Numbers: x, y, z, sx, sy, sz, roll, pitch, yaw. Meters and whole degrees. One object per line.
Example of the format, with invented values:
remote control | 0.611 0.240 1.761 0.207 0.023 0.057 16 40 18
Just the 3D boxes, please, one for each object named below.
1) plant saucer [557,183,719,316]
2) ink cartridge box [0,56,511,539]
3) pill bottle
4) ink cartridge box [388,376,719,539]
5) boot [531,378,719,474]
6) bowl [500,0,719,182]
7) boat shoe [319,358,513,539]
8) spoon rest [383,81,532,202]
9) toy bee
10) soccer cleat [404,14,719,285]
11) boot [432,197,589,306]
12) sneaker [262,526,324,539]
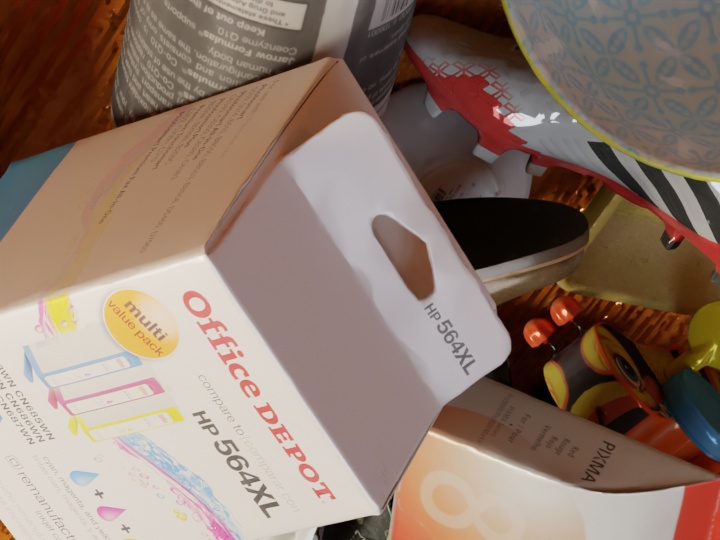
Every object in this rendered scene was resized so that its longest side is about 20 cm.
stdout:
plant saucer | 0.212 -0.059 1.331 0.199 0.049 0.200 11 131 -30
ink cartridge box | -0.056 0.019 1.078 0.200 0.125 0.129 -16 119 38
pill bottle | -0.041 -0.090 1.147 0.113 0.113 0.200 -2 136 -19
ink cartridge box | 0.107 0.144 1.225 0.199 0.050 0.163 24 136 18
boot | 0.165 0.128 1.503 0.199 0.073 0.182 -3 124 -28
bowl | 0.153 -0.135 1.160 0.199 0.201 0.108 -22 -178 3
boat shoe | 0.025 0.112 1.427 0.072 0.071 0.200 0 138 -23
spoon rest | 0.000 0.000 1.286 0.099 0.061 0.200 39 90 -32
toy bee | 0.132 0.056 1.344 0.131 0.109 0.200 -35 171 0
soccer cleat | 0.114 -0.071 1.229 0.200 0.069 0.085 30 116 -5
boot | 0.008 0.024 1.226 0.199 0.074 0.076 -17 112 5
sneaker | -0.053 0.090 1.388 0.093 0.070 0.200 20 129 -16
